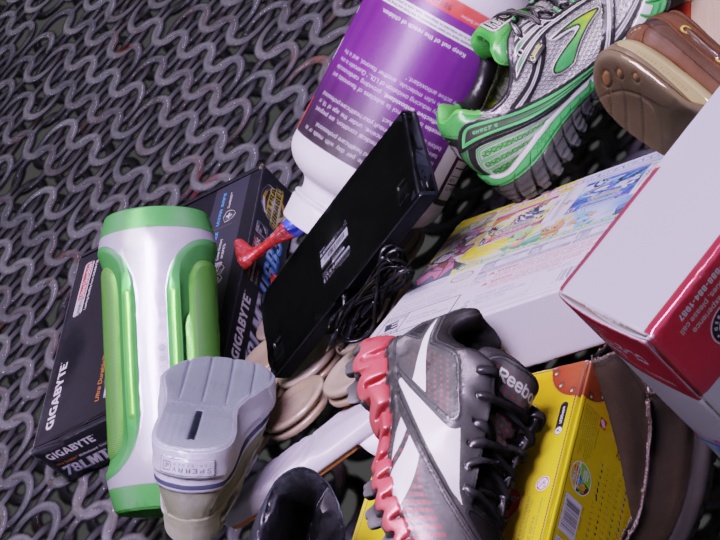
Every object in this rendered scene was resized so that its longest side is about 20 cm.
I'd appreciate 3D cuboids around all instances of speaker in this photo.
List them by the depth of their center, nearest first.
[{"bbox_3d":[-0.134,0.062,1.377,0.088,0.088,0.202,-14,75,41],"label":"speaker"}]

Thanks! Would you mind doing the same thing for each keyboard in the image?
[{"bbox_3d":[0.000,0.000,1.274,0.200,0.039,0.105,-51,35,41],"label":"keyboard"}]

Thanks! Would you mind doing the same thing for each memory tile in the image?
[{"bbox_3d":[-0.027,0.051,1.351,0.153,0.017,0.201,-32,20,26],"label":"memory tile"}]

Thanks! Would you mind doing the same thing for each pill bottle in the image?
[{"bbox_3d":[0.027,-0.108,1.343,0.201,0.112,0.112,-62,31,8],"label":"pill bottle"}]

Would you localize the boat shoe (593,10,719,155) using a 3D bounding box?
[{"bbox_3d":[0.221,-0.072,1.112,0.068,0.200,0.072,-43,-16,-23],"label":"boat shoe"}]

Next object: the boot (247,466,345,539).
[{"bbox_3d":[-0.061,0.178,1.158,0.201,0.065,0.166,106,161,-46],"label":"boot"}]

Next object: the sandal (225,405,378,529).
[{"bbox_3d":[0.011,0.109,1.252,0.206,0.059,0.079,-35,8,-1],"label":"sandal"}]

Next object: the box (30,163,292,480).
[{"bbox_3d":[-0.147,0.038,1.528,0.197,0.050,0.201,-23,40,31],"label":"box"}]

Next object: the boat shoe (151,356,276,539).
[{"bbox_3d":[-0.095,0.104,1.238,0.200,0.071,0.063,-64,-18,-74],"label":"boat shoe"}]

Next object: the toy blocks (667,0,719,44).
[{"bbox_3d":[0.240,-0.170,1.268,0.199,0.100,0.138,-21,50,39],"label":"toy blocks"}]

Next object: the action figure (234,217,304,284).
[{"bbox_3d":[0.002,-0.061,1.440,0.199,0.065,0.052,-36,23,15],"label":"action figure"}]

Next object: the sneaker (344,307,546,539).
[{"bbox_3d":[0.052,0.095,1.060,0.097,0.071,0.201,-31,39,18],"label":"sneaker"}]

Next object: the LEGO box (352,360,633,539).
[{"bbox_3d":[0.068,0.162,1.111,0.148,0.077,0.201,-16,44,41],"label":"LEGO box"}]

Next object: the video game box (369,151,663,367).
[{"bbox_3d":[0.117,-0.002,1.192,0.199,0.047,0.182,-19,19,32],"label":"video game box"}]

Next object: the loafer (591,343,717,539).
[{"bbox_3d":[0.153,0.056,1.053,0.073,0.071,0.202,-46,-36,-76],"label":"loafer"}]

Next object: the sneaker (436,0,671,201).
[{"bbox_3d":[0.123,-0.145,1.262,0.201,0.085,0.078,-58,24,1],"label":"sneaker"}]

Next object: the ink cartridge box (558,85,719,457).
[{"bbox_3d":[0.214,0.026,0.972,0.146,0.200,0.083,-50,29,-7],"label":"ink cartridge box"}]
